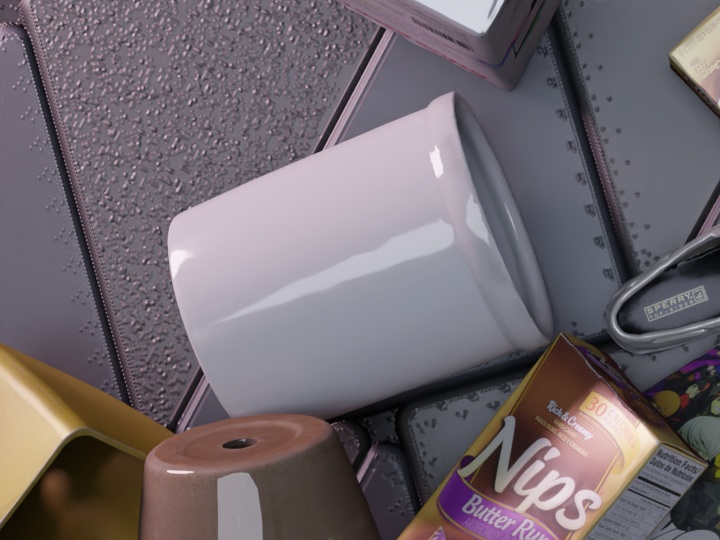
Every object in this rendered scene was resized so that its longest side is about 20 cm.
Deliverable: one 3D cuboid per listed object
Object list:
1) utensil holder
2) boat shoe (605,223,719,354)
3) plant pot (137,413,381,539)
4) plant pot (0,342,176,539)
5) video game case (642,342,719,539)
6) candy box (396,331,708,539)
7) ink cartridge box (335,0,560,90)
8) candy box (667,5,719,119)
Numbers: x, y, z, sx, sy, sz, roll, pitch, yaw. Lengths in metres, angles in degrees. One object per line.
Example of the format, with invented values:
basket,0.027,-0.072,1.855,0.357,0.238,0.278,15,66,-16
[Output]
utensil holder,0.000,0.000,1.245,0.200,0.170,0.170,-20,85,12
boat shoe,0.248,-0.004,1.248,0.200,0.066,0.072,-21,85,10
plant pot,-0.058,0.183,1.151,0.200,0.200,0.175,-6,101,10
plant pot,-0.216,0.155,1.262,0.200,0.200,0.176,-52,49,5
video game case,0.218,0.153,1.207,0.181,0.036,0.200,-32,48,4
candy box,0.108,0.152,1.210,0.200,0.056,0.117,-52,43,12
ink cartridge box,0.043,-0.194,1.224,0.145,0.200,0.084,29,91,10
candy box,0.308,-0.160,1.245,0.200,0.055,0.115,-42,82,7
